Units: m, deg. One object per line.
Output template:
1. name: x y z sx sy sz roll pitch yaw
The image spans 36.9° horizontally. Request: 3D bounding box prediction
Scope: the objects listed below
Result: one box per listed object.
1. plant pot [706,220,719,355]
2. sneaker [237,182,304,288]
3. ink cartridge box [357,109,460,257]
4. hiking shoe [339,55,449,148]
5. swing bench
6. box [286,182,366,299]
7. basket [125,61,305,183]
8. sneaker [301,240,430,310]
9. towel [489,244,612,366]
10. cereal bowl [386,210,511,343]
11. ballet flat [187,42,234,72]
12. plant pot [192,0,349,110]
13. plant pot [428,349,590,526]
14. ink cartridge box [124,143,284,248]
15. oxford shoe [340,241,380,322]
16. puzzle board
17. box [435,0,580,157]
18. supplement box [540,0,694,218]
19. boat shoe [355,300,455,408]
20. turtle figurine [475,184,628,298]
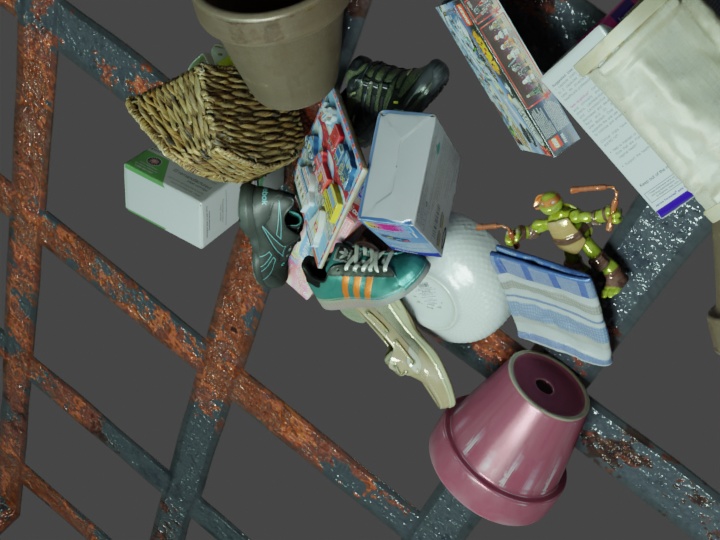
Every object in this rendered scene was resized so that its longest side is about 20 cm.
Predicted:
1. plant pot: 0.438 -0.023 1.113 0.199 0.199 0.177 -16 94 46
2. sneaker: -0.114 -0.040 1.481 0.078 0.076 0.201 -2 145 6
3. ink cartridge box: 0.068 -0.099 1.341 0.075 0.139 0.200 9 171 19
4. hiking shoe: 0.027 -0.228 1.363 0.101 0.076 0.199 51 141 -11
5. swing bench: 0.342 -0.193 1.023 0.199 0.200 0.130 47 140 -2
6. box: -0.052 -0.065 1.546 0.094 0.103 0.201 40 139 6
7. basket: -0.187 -0.181 1.442 0.147 0.199 0.145 -17 86 33
8. sneaker: 0.000 0.000 1.444 0.198 0.072 0.080 -13 127 39
9. towel: 0.246 0.049 1.388 0.145 0.024 0.201 20 154 32
10. cereal bowl: 0.113 0.021 1.490 0.198 0.083 0.202 24 137 25
11. ballet flat: -0.199 -0.283 1.528 0.199 0.066 0.068 -19 93 49
12. plant pot: -0.094 -0.297 1.320 0.198 0.201 0.176 20 144 27
13. plant pot: 0.219 0.219 1.493 0.199 0.200 0.180 36 124 11
14. ink cartridge box: -0.220 -0.138 1.556 0.143 0.200 0.085 26 133 21
15. oxford shoe: 0.003 0.007 1.563 0.074 0.058 0.201 27 153 11
16. puzzle board: -0.046 -0.123 1.360 0.017 0.201 0.152 12 125 -23
17. box: 0.163 -0.225 1.217 0.201 0.040 0.137 57 180 -12
18. supplement box: 0.304 -0.176 1.146 0.200 0.101 0.103 47 140 -2
19. boat shoe: 0.061 0.113 1.496 0.202 0.064 0.072 58 170 -5
20. turtle figurine: 0.253 -0.039 1.333 0.198 0.065 0.162 -16 119 37
